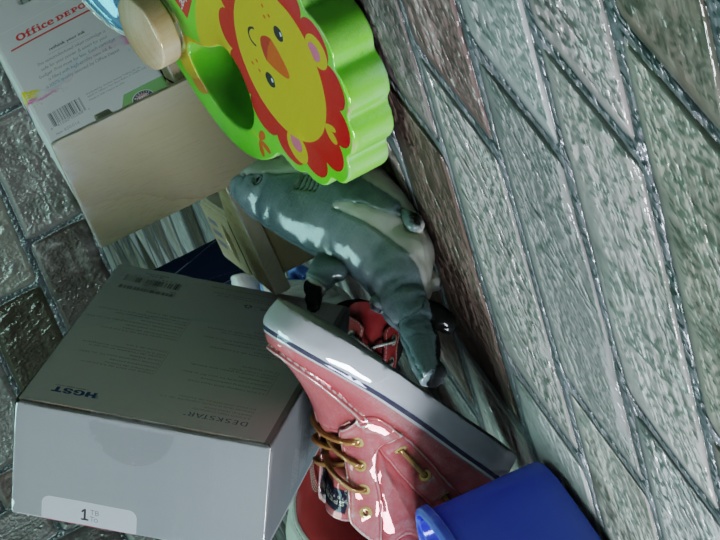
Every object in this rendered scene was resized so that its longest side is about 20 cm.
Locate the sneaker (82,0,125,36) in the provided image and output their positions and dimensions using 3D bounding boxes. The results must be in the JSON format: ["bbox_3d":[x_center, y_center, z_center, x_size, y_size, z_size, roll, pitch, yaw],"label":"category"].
[{"bbox_3d":[-0.179,-0.251,2.076,0.200,0.078,0.090,65,169,-11],"label":"sneaker"}]

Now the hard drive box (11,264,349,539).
[{"bbox_3d":[-0.105,0.080,1.778,0.200,0.155,0.077,-58,-24,-63],"label":"hard drive box"}]

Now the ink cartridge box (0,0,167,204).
[{"bbox_3d":[-0.242,-0.170,2.584,0.200,0.117,0.067,59,173,30],"label":"ink cartridge box"}]

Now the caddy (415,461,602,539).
[{"bbox_3d":[0.095,0.204,1.653,0.200,0.105,0.142,55,169,47],"label":"caddy"}]

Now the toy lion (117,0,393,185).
[{"bbox_3d":[-0.051,-0.125,1.648,0.192,0.069,0.200,56,157,14],"label":"toy lion"}]

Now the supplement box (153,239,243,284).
[{"bbox_3d":[-0.118,0.097,2.582,0.200,0.134,0.200,66,172,-13],"label":"supplement box"}]

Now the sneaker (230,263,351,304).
[{"bbox_3d":[-0.070,0.079,2.037,0.080,0.200,0.147,-22,103,52],"label":"sneaker"}]

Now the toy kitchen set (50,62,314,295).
[{"bbox_3d":[-0.114,-0.083,1.877,0.200,0.163,0.180,66,172,-13],"label":"toy kitchen set"}]

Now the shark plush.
[{"bbox_3d":[0.000,0.000,1.697,0.200,0.083,0.091,59,171,27],"label":"shark plush"}]

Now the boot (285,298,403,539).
[{"bbox_3d":[-0.001,0.103,1.885,0.200,0.072,0.145,-105,26,-62],"label":"boot"}]

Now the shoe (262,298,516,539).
[{"bbox_3d":[0.000,0.098,1.706,0.200,0.091,0.071,36,180,-38],"label":"shoe"}]
